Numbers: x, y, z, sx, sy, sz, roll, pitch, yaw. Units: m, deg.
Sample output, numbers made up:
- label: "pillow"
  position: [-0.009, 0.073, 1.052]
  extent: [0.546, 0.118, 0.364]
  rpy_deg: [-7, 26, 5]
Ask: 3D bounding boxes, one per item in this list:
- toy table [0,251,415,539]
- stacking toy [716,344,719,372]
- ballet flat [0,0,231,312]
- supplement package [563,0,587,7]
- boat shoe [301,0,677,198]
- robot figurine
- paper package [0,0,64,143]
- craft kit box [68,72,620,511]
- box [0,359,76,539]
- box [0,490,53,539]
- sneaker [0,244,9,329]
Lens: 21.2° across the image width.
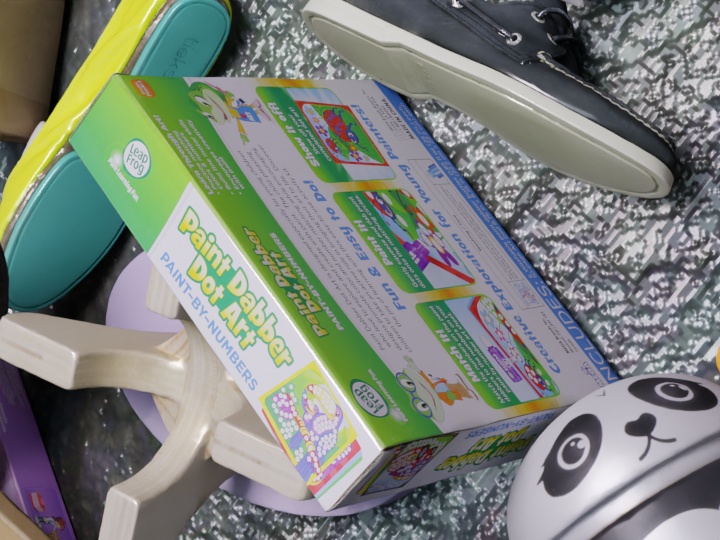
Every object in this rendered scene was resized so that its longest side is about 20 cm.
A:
- label: "toy table"
  position: [-0.070, 0.055, 0.902]
  extent: [0.198, 0.117, 0.186]
  rpy_deg: [8, 99, 32]
- label: "stacking toy"
  position: [0.233, 0.037, 0.778]
  extent: [0.199, 0.115, 0.111]
  rpy_deg: [2, 92, 41]
- label: "ballet flat"
  position: [-0.136, -0.073, 0.997]
  extent: [0.201, 0.067, 0.067]
  rpy_deg: [-56, 44, 10]
- label: "supplement package"
  position: [0.034, -0.225, 0.866]
  extent: [0.199, 0.120, 0.122]
  rpy_deg: [27, 78, 27]
- label: "boat shoe"
  position: [0.068, -0.100, 0.882]
  extent: [0.198, 0.075, 0.066]
  rpy_deg: [27, 77, 31]
- label: "robot figurine"
  position: [0.144, 0.138, 0.788]
  extent: [0.125, 0.150, 0.201]
  rpy_deg: [-44, 68, 31]
- label: "paper package"
  position: [-0.279, -0.135, 0.992]
  extent: [0.189, 0.199, 0.105]
  rpy_deg: [7, 89, 27]
- label: "craft kit box"
  position: [0.000, 0.000, 0.835]
  extent: [0.049, 0.197, 0.201]
  rpy_deg: [-47, 66, 26]
- label: "box"
  position: [-0.230, 0.124, 1.035]
  extent: [0.136, 0.039, 0.202]
  rpy_deg: [-29, 73, 22]
- label: "box"
  position: [-0.199, 0.187, 0.955]
  extent: [0.163, 0.021, 0.200]
  rpy_deg: [-35, 112, 21]
- label: "sneaker"
  position: [-0.228, 0.030, 0.941]
  extent: [0.108, 0.067, 0.203]
  rpy_deg: [43, 141, 29]
